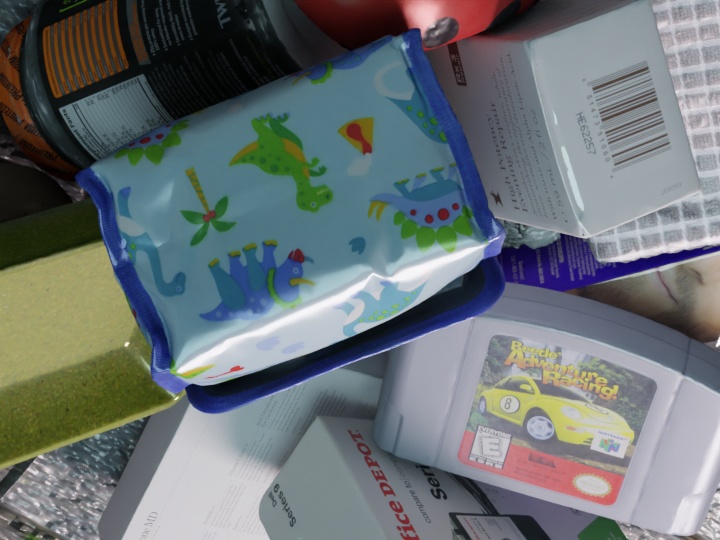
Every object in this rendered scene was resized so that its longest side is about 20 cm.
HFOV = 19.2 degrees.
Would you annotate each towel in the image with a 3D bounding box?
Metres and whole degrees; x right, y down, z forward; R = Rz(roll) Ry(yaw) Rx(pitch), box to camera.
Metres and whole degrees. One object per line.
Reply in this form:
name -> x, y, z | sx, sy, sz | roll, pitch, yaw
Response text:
towel -> 0.196, -0.097, 1.135 | 0.199, 0.086, 0.166 | -11, 122, 7

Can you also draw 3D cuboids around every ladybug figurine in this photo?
ladybug figurine -> 0.037, -0.150, 1.022 | 0.135, 0.200, 0.072 | -7, 105, 35

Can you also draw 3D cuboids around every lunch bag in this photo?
lunch bag -> -0.027, -0.015, 1.003 | 0.170, 0.200, 0.128 | -21, 85, -1

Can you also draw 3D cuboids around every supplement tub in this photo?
supplement tub -> -0.091, -0.118, 1.122 | 0.200, 0.123, 0.123 | -16, 125, 37

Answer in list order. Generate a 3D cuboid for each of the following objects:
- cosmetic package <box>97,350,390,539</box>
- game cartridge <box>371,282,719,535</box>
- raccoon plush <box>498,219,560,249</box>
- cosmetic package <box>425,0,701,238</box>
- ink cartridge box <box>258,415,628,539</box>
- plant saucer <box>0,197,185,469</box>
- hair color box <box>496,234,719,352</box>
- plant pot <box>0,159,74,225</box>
cosmetic package -> -0.059, 0.118, 1.327 | 0.150, 0.052, 0.200 | 13, 124, -25
game cartridge -> 0.111, 0.073, 1.193 | 0.199, 0.041, 0.133 | 15, 128, 5
raccoon plush -> 0.000, 0.000, 1.206 | 0.199, 0.097, 0.134 | 20, 128, -1
cosmetic package -> 0.084, -0.082, 1.067 | 0.074, 0.200, 0.102 | -21, 102, -18
ink cartridge box -> 0.059, 0.169, 1.275 | 0.199, 0.146, 0.084 | 7, 127, -38
plant saucer -> -0.157, 0.024, 1.130 | 0.200, 0.048, 0.200 | -18, 151, -37
hair color box -> 0.170, 0.026, 1.230 | 0.199, 0.065, 0.110 | -16, 123, 9
plant pot -> -0.266, -0.025, 1.162 | 0.200, 0.175, 0.200 | -31, 158, -14
